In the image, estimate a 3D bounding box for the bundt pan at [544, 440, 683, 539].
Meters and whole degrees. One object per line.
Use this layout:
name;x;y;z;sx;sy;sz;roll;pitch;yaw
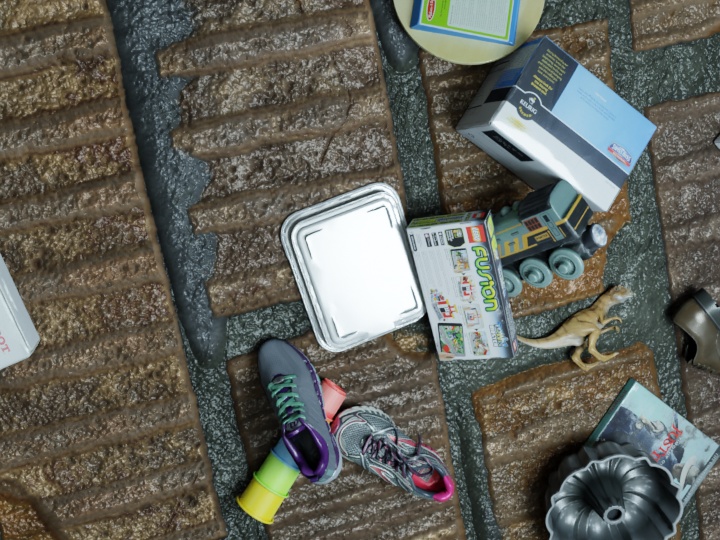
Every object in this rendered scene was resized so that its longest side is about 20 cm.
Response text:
bundt pan;0.358;0.334;1.194;0.199;0.076;0.204;-1;111;-3

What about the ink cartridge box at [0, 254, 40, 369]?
ink cartridge box;-0.503;0.067;0.963;0.198;0.083;0.147;-23;103;-9

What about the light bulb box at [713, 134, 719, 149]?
light bulb box;0.660;-0.187;1.172;0.198;0.125;0.200;43;88;-16

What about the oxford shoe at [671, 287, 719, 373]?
oxford shoe;0.531;0.123;1.228;0.084;0.073;0.200;-38;103;11

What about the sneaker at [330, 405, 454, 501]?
sneaker;0.047;0.250;1.120;0.199;0.075;0.081;29;91;-19

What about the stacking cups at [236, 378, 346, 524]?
stacking cups;-0.089;0.239;1.097;0.060;0.060;0.201;33;90;-16

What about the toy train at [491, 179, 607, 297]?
toy train;0.222;-0.040;1.068;0.114;0.199;0.085;53;52;-12

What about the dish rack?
dish rack;0.000;0.000;1.091;0.170;0.044;0.202;-21;104;-10

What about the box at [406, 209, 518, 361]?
box;0.137;0.024;1.085;0.109;0.035;0.202;-5;114;24

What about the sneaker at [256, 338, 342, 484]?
sneaker;-0.080;0.173;1.041;0.074;0.088;0.201;-28;76;2

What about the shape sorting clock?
shape sorting clock;0.138;-0.360;1.049;0.197;0.039;0.203;1;83;-6

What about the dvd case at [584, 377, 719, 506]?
dvd case;0.444;0.277;1.248;0.199;0.022;0.147;36;89;-16

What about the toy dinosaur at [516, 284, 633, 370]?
toy dinosaur;0.309;0.092;1.180;0.198;0.060;0.107;-28;80;-13

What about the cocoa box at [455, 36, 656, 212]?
cocoa box;0.253;-0.187;1.072;0.199;0.133;0.132;33;88;-15
